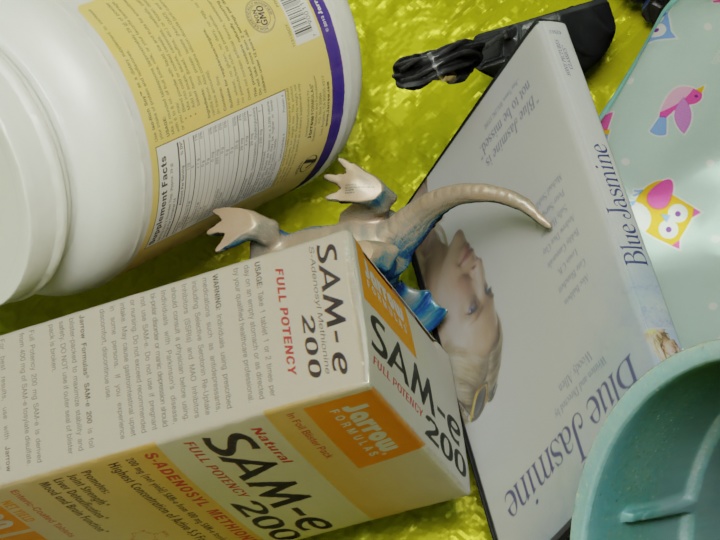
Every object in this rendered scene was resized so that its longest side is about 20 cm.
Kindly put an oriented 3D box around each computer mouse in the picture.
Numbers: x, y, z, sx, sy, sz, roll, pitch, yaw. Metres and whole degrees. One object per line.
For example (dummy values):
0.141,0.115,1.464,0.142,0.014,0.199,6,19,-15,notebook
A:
0.067,-0.094,1.021,0.059,0.200,0.034,-13,95,30,computer mouse

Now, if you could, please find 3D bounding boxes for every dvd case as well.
0.073,0.016,0.947,0.018,0.143,0.200,3,54,-28,dvd case

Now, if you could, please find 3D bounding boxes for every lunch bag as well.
0.173,-0.019,1.004,0.160,0.077,0.200,23,68,19,lunch bag

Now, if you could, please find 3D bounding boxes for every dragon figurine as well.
0.000,0.000,0.994,0.200,0.099,0.059,-21,64,20,dragon figurine

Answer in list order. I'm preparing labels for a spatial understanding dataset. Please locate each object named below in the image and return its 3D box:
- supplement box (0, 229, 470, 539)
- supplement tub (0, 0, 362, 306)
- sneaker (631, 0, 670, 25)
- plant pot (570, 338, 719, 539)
-0.069,0.066,0.950,0.200,0.126,0.074,-17,59,16,supplement box
-0.112,-0.075,1.005,0.145,0.146,0.200,38,43,25,supplement tub
0.208,-0.142,1.075,0.200,0.075,0.079,20,61,10,sneaker
0.215,0.108,0.821,0.196,0.200,0.200,-10,53,-38,plant pot
